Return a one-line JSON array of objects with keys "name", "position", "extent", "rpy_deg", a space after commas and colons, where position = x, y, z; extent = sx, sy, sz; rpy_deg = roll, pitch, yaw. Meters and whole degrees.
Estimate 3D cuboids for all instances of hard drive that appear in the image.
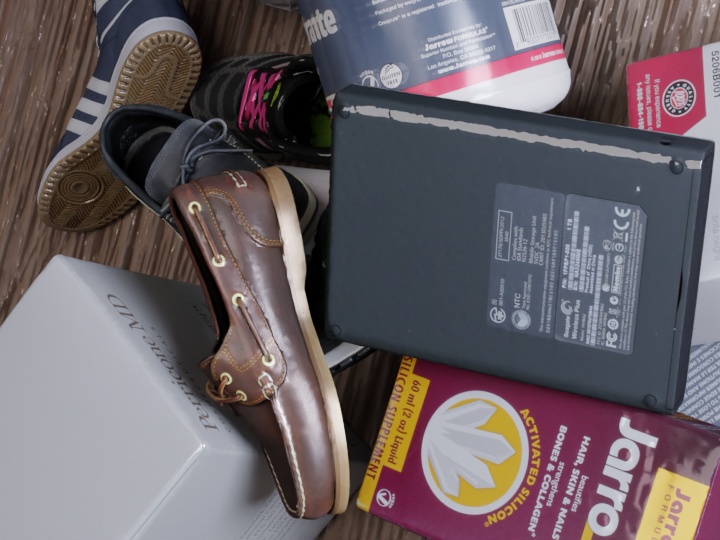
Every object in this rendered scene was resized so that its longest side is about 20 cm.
[{"name": "hard drive", "position": [0.076, -0.013, 0.848], "extent": [0.198, 0.033, 0.141], "rpy_deg": [12, 113, 22]}]

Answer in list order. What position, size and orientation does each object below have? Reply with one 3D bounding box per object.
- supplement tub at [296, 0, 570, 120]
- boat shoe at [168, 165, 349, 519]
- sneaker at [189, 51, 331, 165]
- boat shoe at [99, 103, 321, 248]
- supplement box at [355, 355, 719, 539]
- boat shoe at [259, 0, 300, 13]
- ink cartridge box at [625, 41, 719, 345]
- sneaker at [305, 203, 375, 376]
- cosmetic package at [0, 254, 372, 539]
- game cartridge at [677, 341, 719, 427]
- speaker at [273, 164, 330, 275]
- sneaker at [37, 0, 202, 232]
[{"name": "supplement tub", "position": [0.030, -0.173, 0.925], "extent": [0.139, 0.140, 0.202], "rpy_deg": [-15, 94, 28]}, {"name": "boat shoe", "position": [-0.059, 0.044, 0.913], "extent": [0.070, 0.070, 0.202], "rpy_deg": [-27, 77, 64]}, {"name": "sneaker", "position": [-0.043, -0.109, 1.074], "extent": [0.198, 0.087, 0.075], "rpy_deg": [16, 90, 33]}, {"name": "boat shoe", "position": [-0.100, -0.055, 1.015], "extent": [0.199, 0.062, 0.075], "rpy_deg": [30, 80, 45]}, {"name": "supplement box", "position": [0.111, 0.114, 0.903], "extent": [0.199, 0.085, 0.111], "rpy_deg": [19, 91, 32]}, {"name": "boat shoe", "position": [-0.117, -0.226, 1.091], "extent": [0.201, 0.086, 0.075], "rpy_deg": [32, 108, 25]}, {"name": "ink cartridge box", "position": [0.249, -0.054, 0.863], "extent": [0.198, 0.083, 0.147], "rpy_deg": [-12, 60, 25]}, {"name": "sneaker", "position": [0.000, 0.000, 0.959], "extent": [0.199, 0.076, 0.088], "rpy_deg": [-35, 84, 31]}, {"name": "cosmetic package", "position": [-0.132, 0.117, 1.024], "extent": [0.167, 0.199, 0.168], "rpy_deg": [-50, 62, 14]}, {"name": "game cartridge", "position": [0.192, 0.095, 0.928], "extent": [0.200, 0.041, 0.134], "rpy_deg": [-39, 68, 20]}, {"name": "speaker", "position": [-0.011, -0.024, 1.046], "extent": [0.198, 0.081, 0.082], "rpy_deg": [8, 86, 32]}, {"name": "sneaker", "position": [-0.177, -0.126, 1.173], "extent": [0.200, 0.070, 0.109], "rpy_deg": [-52, 38, 33]}]
